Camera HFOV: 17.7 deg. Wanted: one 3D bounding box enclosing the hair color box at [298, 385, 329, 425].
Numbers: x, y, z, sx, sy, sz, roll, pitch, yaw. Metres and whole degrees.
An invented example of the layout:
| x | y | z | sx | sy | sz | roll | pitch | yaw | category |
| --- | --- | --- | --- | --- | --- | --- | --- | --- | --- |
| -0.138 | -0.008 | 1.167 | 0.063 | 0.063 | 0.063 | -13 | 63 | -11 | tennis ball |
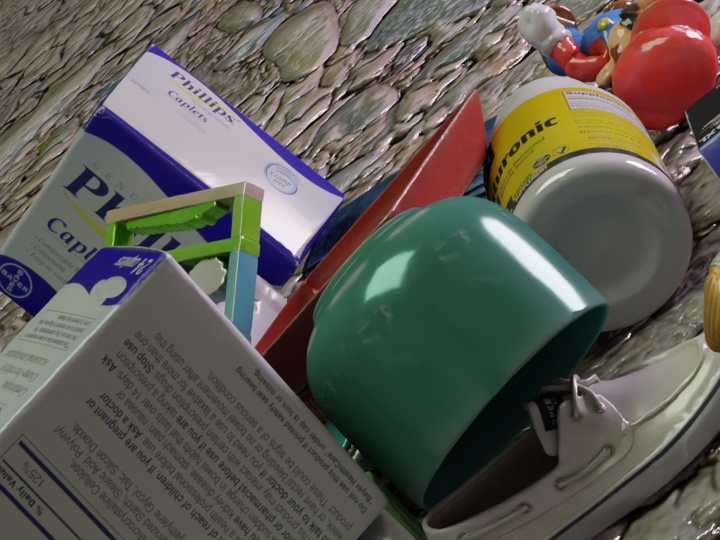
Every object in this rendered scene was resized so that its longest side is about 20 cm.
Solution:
| x | y | z | sx | sy | sz | roll | pitch | yaw | category |
| --- | --- | --- | --- | --- | --- | --- | --- | --- | --- |
| 0.023 | 0.053 | 1.473 | 0.200 | 0.064 | 0.111 | -37 | 11 | 11 | hair color box |

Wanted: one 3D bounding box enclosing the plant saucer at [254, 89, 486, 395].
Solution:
| x | y | z | sx | sy | sz | roll | pitch | yaw | category |
| --- | --- | --- | --- | --- | --- | --- | --- | --- | --- |
| 0.000 | 0.000 | 1.417 | 0.200 | 0.037 | 0.200 | -48 | 5 | 31 | plant saucer |

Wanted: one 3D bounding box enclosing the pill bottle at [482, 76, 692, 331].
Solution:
| x | y | z | sx | sy | sz | roll | pitch | yaw | category |
| --- | --- | --- | --- | --- | --- | --- | --- | --- | --- |
| 0.134 | -0.050 | 1.431 | 0.111 | 0.111 | 0.200 | -37 | 20 | 11 | pill bottle |

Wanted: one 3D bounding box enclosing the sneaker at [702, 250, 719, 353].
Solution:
| x | y | z | sx | sy | sz | roll | pitch | yaw | category |
| --- | --- | --- | --- | --- | --- | --- | --- | --- | --- |
| 0.256 | -0.010 | 1.215 | 0.087 | 0.076 | 0.200 | 12 | 41 | 30 | sneaker |

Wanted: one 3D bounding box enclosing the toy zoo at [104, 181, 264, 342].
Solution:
| x | y | z | sx | sy | sz | roll | pitch | yaw | category |
| --- | --- | --- | --- | --- | --- | --- | --- | --- | --- |
| -0.124 | 0.049 | 1.507 | 0.131 | 0.020 | 0.202 | -10 | 68 | 39 | toy zoo |

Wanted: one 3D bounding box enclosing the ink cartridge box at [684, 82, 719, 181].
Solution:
| x | y | z | sx | sy | sz | roll | pitch | yaw | category |
| --- | --- | --- | --- | --- | --- | --- | --- | --- | --- |
| 0.244 | -0.097 | 1.377 | 0.095 | 0.037 | 0.200 | -38 | 9 | 11 | ink cartridge box |

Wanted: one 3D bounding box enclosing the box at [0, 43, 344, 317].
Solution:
| x | y | z | sx | sy | sz | roll | pitch | yaw | category |
| --- | --- | --- | --- | --- | --- | --- | --- | --- | --- |
| -0.145 | -0.024 | 1.692 | 0.200 | 0.184 | 0.105 | -51 | 3 | 36 | box |

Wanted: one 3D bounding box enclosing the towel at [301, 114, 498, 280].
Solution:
| x | y | z | sx | sy | sz | roll | pitch | yaw | category |
| --- | --- | --- | --- | --- | --- | --- | --- | --- | --- |
| 0.049 | -0.048 | 1.671 | 0.199 | 0.049 | 0.112 | -30 | 23 | 30 | towel |

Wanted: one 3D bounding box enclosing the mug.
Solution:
| x | y | z | sx | sy | sz | roll | pitch | yaw | category |
| --- | --- | --- | --- | --- | --- | --- | --- | --- | --- |
| 0.043 | 0.041 | 1.264 | 0.152 | 0.114 | 0.185 | -43 | -14 | -16 | mug |

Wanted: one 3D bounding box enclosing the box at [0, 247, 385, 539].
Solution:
| x | y | z | sx | sy | sz | roll | pitch | yaw | category |
| --- | --- | --- | --- | --- | --- | --- | --- | --- | --- |
| -0.124 | 0.122 | 1.177 | 0.200 | 0.184 | 0.105 | -47 | 21 | -17 | box |

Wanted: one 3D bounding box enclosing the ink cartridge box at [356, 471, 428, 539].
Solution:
| x | y | z | sx | sy | sz | roll | pitch | yaw | category |
| --- | --- | --- | --- | --- | --- | --- | --- | --- | --- |
| -0.013 | 0.215 | 1.197 | 0.145 | 0.084 | 0.200 | -39 | 20 | 7 | ink cartridge box |

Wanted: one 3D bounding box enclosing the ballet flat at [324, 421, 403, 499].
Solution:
| x | y | z | sx | sy | sz | roll | pitch | yaw | category |
| --- | --- | --- | --- | --- | --- | --- | --- | --- | --- |
| -0.053 | 0.167 | 1.396 | 0.200 | 0.074 | 0.074 | -37 | 20 | 22 | ballet flat |

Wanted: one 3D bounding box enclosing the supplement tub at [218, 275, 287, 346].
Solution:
| x | y | z | sx | sy | sz | roll | pitch | yaw | category |
| --- | --- | --- | --- | --- | --- | --- | --- | --- | --- |
| -0.141 | 0.091 | 1.614 | 0.199 | 0.132 | 0.132 | -27 | 25 | 32 | supplement tub |

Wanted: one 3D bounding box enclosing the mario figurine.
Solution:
| x | y | z | sx | sy | sz | roll | pitch | yaw | category |
| --- | --- | --- | --- | --- | --- | --- | --- | --- | --- |
| 0.188 | -0.168 | 1.582 | 0.123 | 0.106 | 0.200 | -41 | 19 | -4 | mario figurine |

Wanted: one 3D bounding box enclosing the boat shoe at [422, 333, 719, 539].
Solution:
| x | y | z | sx | sy | sz | roll | pitch | yaw | category |
| --- | --- | --- | --- | --- | --- | --- | --- | --- | --- |
| 0.117 | 0.091 | 1.233 | 0.200 | 0.070 | 0.071 | -40 | 21 | 7 | boat shoe |
